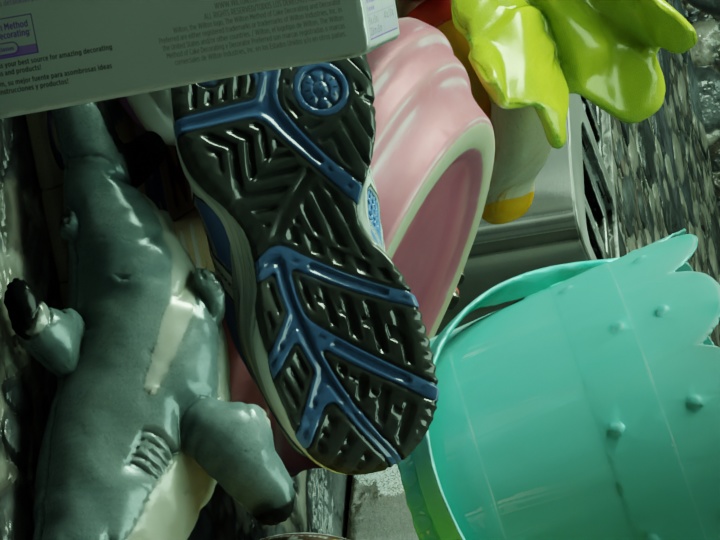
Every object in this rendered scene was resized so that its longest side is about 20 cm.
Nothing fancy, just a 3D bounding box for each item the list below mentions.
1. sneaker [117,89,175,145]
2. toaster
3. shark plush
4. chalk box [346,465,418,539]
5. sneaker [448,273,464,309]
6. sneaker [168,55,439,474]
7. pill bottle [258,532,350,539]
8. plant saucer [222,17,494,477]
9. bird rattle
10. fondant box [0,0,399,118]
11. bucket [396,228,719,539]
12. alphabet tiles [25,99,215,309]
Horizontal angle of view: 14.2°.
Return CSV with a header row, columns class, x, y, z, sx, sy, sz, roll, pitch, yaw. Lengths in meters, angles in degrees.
class,x,y,z,sx,sy,sz,roll,pitch,yaw
sneaker,-0.018,-0.102,1.136,0.075,0.099,0.200,63,29,-6
toaster,0.067,-0.056,1.511,0.200,0.118,0.182,61,23,-58
shark plush,-0.082,0.018,0.971,0.083,0.091,0.201,2,85,-41
chalk box,0.105,0.130,1.381,0.125,0.199,0.124,-85,161,-44
sneaker,-0.019,-0.057,1.298,0.082,0.078,0.200,-116,-178,-47
sneaker,-0.030,-0.023,1.020,0.077,0.075,0.201,144,-64,-74
pill bottle,-0.028,0.151,0.967,0.200,0.109,0.110,-17,98,-85
plant saucer,0.000,0.000,1.152,0.201,0.051,0.201,-59,165,-25
bird rattle,0.039,-0.111,1.270,0.200,0.112,0.163,44,-39,30
fondant box,-0.077,-0.158,0.931,0.058,0.144,0.201,-41,121,-73
bucket,0.094,0.097,1.108,0.207,0.134,0.208,-19,90,-87
alphabet tiles,-0.086,-0.029,1.107,0.200,0.008,0.168,-39,120,-74
